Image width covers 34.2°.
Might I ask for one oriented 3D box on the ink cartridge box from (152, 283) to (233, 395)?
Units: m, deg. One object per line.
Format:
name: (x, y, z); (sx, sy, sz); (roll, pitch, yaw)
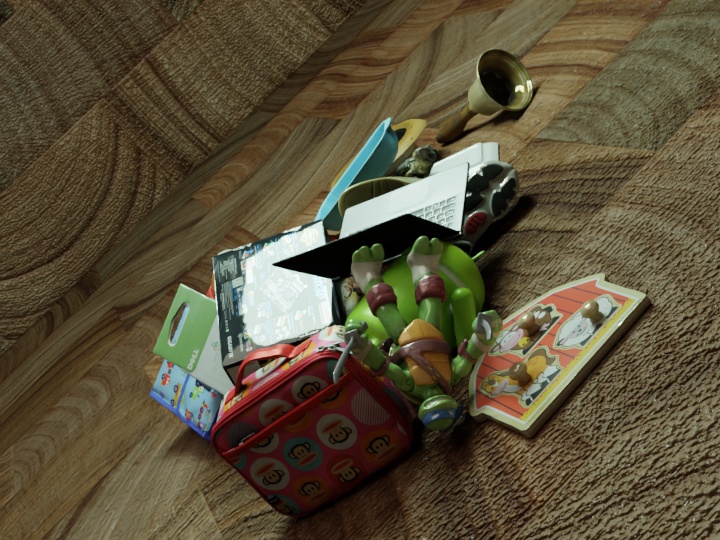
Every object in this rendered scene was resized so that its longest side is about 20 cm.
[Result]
ink cartridge box: (-0.172, 0.105, 1.551); (0.198, 0.059, 0.105); (25, 94, 31)

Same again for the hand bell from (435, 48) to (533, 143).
hand bell: (0.174, -0.254, 1.850); (0.200, 0.104, 0.105); (-38, 14, 54)

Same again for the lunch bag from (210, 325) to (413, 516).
lunch bag: (-0.056, 0.150, 1.233); (0.199, 0.176, 0.082); (-35, 18, 23)

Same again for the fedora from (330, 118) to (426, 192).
fedora: (0.042, -0.158, 1.885); (0.199, 0.082, 0.201); (-36, 17, 13)

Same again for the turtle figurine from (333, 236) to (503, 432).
turtle figurine: (0.058, 0.044, 1.149); (0.143, 0.200, 0.196); (-28, 52, 15)

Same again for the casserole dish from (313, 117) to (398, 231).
casserole dish: (-0.001, -0.136, 1.743); (0.201, 0.039, 0.121); (-52, 11, 18)

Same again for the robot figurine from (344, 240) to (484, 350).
robot figurine: (0.061, 0.050, 1.312); (0.201, 0.116, 0.174); (-50, 25, -23)

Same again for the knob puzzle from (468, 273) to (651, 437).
knob puzzle: (0.174, 0.069, 1.168); (0.219, 0.030, 0.220); (-39, 18, 15)

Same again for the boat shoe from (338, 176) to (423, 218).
boat shoe: (0.064, -0.095, 1.602); (0.197, 0.075, 0.063); (-11, 3, -11)

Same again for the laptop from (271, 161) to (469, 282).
laptop: (0.017, -0.068, 1.381); (0.185, 0.116, 0.202); (-19, 39, 28)

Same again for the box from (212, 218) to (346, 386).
box: (-0.103, 0.037, 1.478); (0.157, 0.046, 0.202); (-19, 44, 6)

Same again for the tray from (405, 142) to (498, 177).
tray: (0.110, -0.134, 1.718); (0.198, 0.022, 0.108); (-24, 24, 17)

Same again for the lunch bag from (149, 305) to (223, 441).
lunch bag: (-0.207, 0.150, 1.668); (0.199, 0.093, 0.153); (23, 90, 61)

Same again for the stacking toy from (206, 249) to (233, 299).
stacking toy: (-0.207, 0.082, 1.857); (0.201, 0.145, 0.147); (-56, 13, 20)

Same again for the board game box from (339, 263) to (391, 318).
board game box: (0.010, 0.026, 1.470); (0.201, 0.034, 0.136); (-56, 33, 9)

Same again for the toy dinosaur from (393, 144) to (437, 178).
toy dinosaur: (0.070, -0.139, 1.684); (0.088, 0.047, 0.200); (-48, 6, 0)

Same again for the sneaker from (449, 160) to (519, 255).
sneaker: (0.132, -0.055, 1.510); (0.200, 0.081, 0.083); (-42, -8, 8)

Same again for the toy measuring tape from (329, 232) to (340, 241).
toy measuring tape: (-0.005, -0.031, 1.739); (0.198, 0.074, 0.074); (-24, 22, 13)
